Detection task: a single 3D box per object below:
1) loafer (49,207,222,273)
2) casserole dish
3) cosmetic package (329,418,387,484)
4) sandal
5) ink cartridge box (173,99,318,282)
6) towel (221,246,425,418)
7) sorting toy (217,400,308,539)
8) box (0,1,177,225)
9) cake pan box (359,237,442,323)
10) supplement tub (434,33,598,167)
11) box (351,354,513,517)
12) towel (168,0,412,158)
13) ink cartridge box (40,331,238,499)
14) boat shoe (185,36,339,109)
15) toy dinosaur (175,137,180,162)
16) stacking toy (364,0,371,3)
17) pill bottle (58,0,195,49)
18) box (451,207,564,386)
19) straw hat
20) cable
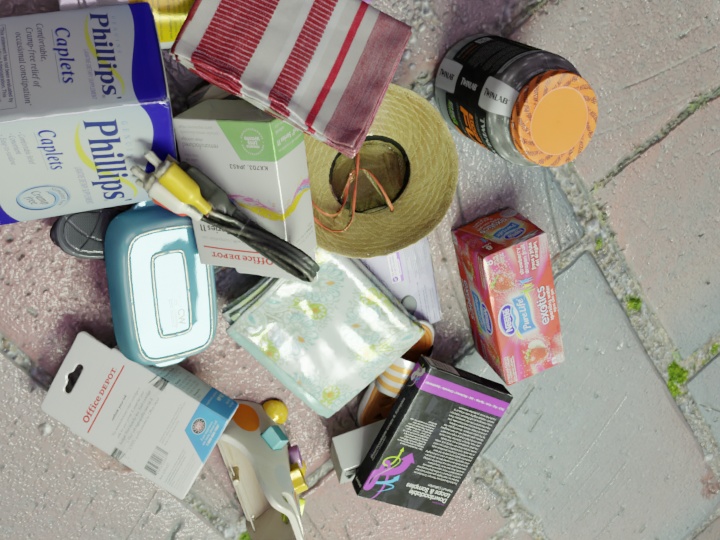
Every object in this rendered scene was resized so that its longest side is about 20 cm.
[{"bbox_3d":[-0.248,-0.034,0.914,0.197,0.062,0.074,9,83,-36],"label":"loafer"},{"bbox_3d":[-0.211,0.020,0.888,0.119,0.039,0.204,-13,116,-28],"label":"casserole dish"},{"bbox_3d":[0.058,0.232,1.119,0.196,0.051,0.083,-17,158,-12],"label":"cosmetic package"},{"bbox_3d":[0.054,0.154,1.072,0.078,0.060,0.209,-2,130,-26],"label":"sandal"},{"bbox_3d":[-0.114,-0.068,0.842,0.115,0.067,0.204,6,119,22],"label":"ink cartridge box"},{"bbox_3d":[-0.044,0.066,0.972,0.170,0.048,0.200,-39,114,14],"label":"towel"},{"bbox_3d":[-0.110,0.279,1.024,0.105,0.180,0.203,-20,118,-10],"label":"sorting toy"},{"bbox_3d":[-0.279,-0.141,0.769,0.196,0.107,0.184,-12,161,-14],"label":"box"},{"bbox_3d":[0.000,0.000,1.019,0.181,0.052,0.204,-21,118,-13],"label":"cake pan box"},{"bbox_3d":[0.172,-0.191,0.913,0.120,0.200,0.125,-7,115,-16],"label":"supplement tub"},{"bbox_3d":[0.092,0.220,1.058,0.141,0.036,0.203,22,104,-27],"label":"box"},{"bbox_3d":[-0.062,-0.215,0.762,0.197,0.023,0.146,26,78,-10],"label":"towel"},{"bbox_3d":[-0.258,0.160,0.958,0.198,0.067,0.117,33,100,-1],"label":"ink cartridge box"},{"bbox_3d":[-0.090,-0.193,0.852,0.197,0.075,0.074,-15,119,30],"label":"boat shoe"},{"bbox_3d":[-0.179,-0.101,0.904,0.197,0.047,0.090,13,96,-31],"label":"toy dinosaur"},{"bbox_3d":[-0.049,-0.247,0.886,0.084,0.086,0.203,15,113,-25],"label":"stacking toy"},{"bbox_3d":[-0.194,-0.273,0.798,0.196,0.104,0.106,-11,116,-16],"label":"pill bottle"},{"bbox_3d":[0.197,0.034,1.078,0.094,0.100,0.203,-21,118,-10],"label":"box"},{"bbox_3d":[0.009,-0.106,0.925,0.196,0.085,0.206,0,85,-2],"label":"straw hat"},{"bbox_3d":[-0.134,-0.041,0.787,0.199,0.097,0.051,41,66,-8],"label":"cable"}]
